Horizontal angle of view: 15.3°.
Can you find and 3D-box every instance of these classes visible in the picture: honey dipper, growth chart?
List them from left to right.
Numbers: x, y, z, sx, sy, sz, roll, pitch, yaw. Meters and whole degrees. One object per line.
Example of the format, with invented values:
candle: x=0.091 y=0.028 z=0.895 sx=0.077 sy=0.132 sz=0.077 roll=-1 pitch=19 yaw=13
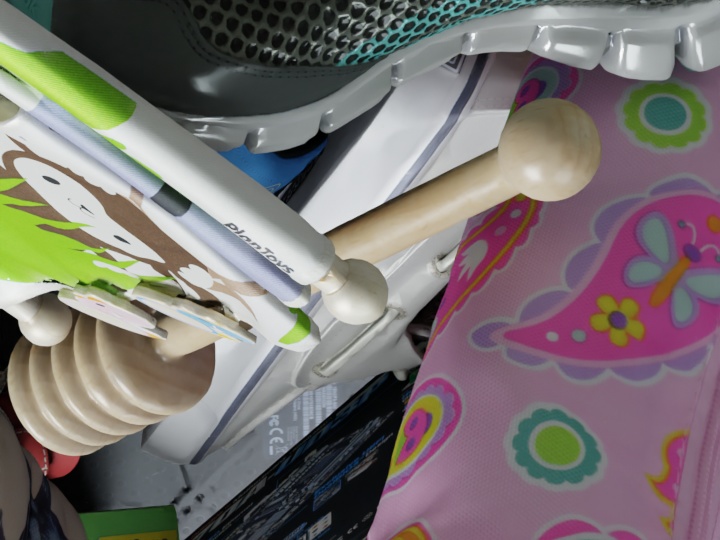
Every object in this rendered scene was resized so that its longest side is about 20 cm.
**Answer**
growth chart: x=-0.074 y=-0.019 z=0.570 sx=0.144 sy=0.018 sz=0.200 roll=35 pitch=163 yaw=-23
honey dipper: x=-0.015 y=0.003 z=0.643 sx=0.038 sy=0.038 sz=0.200 roll=-7 pitch=168 yaw=-45

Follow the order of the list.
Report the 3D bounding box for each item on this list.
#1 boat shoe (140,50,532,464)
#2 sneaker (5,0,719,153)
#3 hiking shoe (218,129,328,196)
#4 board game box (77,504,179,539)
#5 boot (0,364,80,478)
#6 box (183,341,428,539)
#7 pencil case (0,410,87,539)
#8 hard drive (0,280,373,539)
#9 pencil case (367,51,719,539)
boat shoe: x=0.000 y=0.000 z=0.769 sx=0.065 sy=0.072 sz=0.200 roll=28 pitch=129 yaw=-12
sneaker: x=0.019 y=-0.085 z=0.562 sx=0.199 sy=0.078 sz=0.091 roll=-14 pitch=155 yaw=-32
hiking shoe: x=-0.044 y=-0.029 z=0.721 sx=0.086 sy=0.075 sz=0.200 roll=-15 pitch=171 yaw=-2
board game box: x=-0.170 y=0.113 z=0.881 sx=0.199 sy=0.029 sz=0.135 roll=-3 pitch=164 yaw=-18
boot: x=-0.162 y=0.037 z=0.810 sx=0.143 sy=0.073 sz=0.200 roll=-7 pitch=157 yaw=3
box: x=-0.012 y=0.090 z=0.759 sx=0.200 sy=0.046 sz=0.159 roll=-40 pitch=-172 yaw=7
pencil case: x=-0.136 y=0.045 z=0.721 sx=0.078 sy=0.089 sz=0.200 roll=-39 pitch=140 yaw=-12
hard drive: x=-0.068 y=0.036 z=0.924 sx=0.199 sy=0.135 sz=0.042 roll=-5 pitch=-147 yaw=-7
pencil case: x=0.062 y=0.014 z=0.629 sx=0.087 sy=0.201 sz=0.088 roll=16 pitch=147 yaw=11
